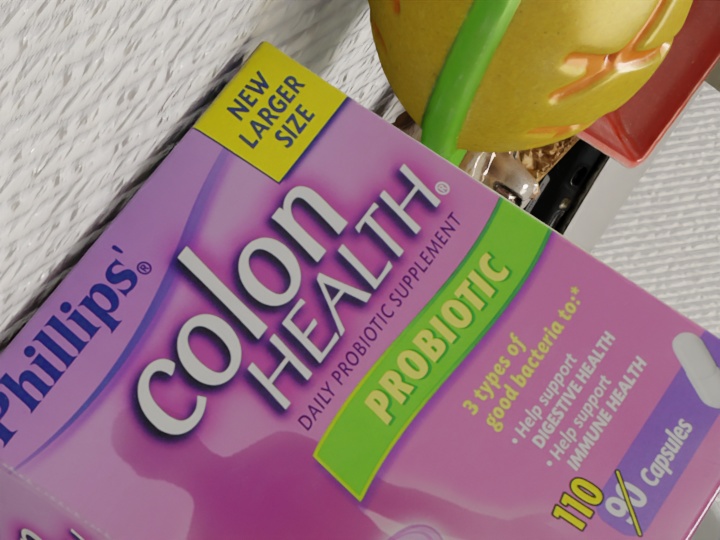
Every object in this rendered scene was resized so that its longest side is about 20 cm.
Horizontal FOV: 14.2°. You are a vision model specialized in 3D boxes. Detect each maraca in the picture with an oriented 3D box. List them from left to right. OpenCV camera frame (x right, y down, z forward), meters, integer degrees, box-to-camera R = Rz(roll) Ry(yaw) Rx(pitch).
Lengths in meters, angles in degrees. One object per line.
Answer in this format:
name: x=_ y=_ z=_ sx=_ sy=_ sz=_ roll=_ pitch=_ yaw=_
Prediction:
maraca: x=0.054 y=-0.093 z=0.980 sx=0.137 sy=0.107 sz=0.200 roll=-55 pitch=174 yaw=-28

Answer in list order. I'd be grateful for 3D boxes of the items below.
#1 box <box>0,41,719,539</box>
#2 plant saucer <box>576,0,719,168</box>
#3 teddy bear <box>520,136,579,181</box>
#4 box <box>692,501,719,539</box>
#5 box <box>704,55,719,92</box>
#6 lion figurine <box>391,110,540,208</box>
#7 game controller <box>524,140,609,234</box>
box: x=-0.003 y=0.061 z=0.888 sx=0.176 sy=0.200 sz=0.097 roll=-52 pitch=172 yaw=-32
plant saucer: x=0.129 y=-0.155 z=1.260 sx=0.200 sy=0.037 sz=0.200 roll=-54 pitch=150 yaw=7
teddy bear: x=0.041 y=-0.041 z=1.397 sx=0.145 sy=0.067 sz=0.200 roll=-48 pitch=179 yaw=-12
box: x=0.071 y=0.155 z=1.345 sx=0.200 sy=0.171 sz=0.199 roll=-31 pitch=159 yaw=-2
box: x=0.218 y=-0.113 z=1.349 sx=0.082 sy=0.068 sz=0.200 roll=-57 pitch=-163 yaw=-2
lion figurine: x=0.000 y=0.000 z=1.279 sx=0.200 sy=0.072 sz=0.123 roll=-41 pitch=-163 yaw=56
game controller: x=0.093 y=-0.055 z=1.584 sx=0.042 sy=0.104 sz=0.200 roll=10 pitch=122 yaw=-34
